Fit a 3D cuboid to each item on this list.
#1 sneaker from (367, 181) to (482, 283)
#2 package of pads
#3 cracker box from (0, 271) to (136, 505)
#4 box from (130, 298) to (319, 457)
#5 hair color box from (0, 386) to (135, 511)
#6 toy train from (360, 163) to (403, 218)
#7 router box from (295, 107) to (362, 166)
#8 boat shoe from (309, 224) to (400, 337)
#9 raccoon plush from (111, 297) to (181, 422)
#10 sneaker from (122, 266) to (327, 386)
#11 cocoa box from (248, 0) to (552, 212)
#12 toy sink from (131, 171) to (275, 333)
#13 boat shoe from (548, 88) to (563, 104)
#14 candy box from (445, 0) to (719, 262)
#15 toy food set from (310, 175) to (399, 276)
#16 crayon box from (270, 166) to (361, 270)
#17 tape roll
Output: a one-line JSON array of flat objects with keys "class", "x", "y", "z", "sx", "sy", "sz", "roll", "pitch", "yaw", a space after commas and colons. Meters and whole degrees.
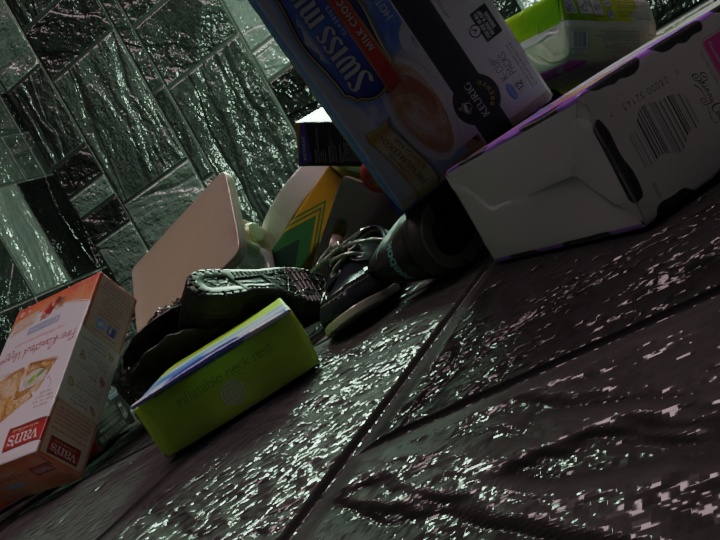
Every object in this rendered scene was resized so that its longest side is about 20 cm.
[{"class": "sneaker", "x": 0.076, "y": -0.049, "z": 0.647, "sx": 0.079, "sy": 0.076, "sz": 0.199, "roll": -30, "pitch": 3, "yaw": 45}, {"class": "package of pads", "x": 0.180, "y": -0.212, "z": 0.834, "sx": 0.153, "sy": 0.069, "sz": 0.199, "roll": -12, "pitch": 0, "yaw": -36}, {"class": "cracker box", "x": -0.302, "y": 0.112, "z": 0.791, "sx": 0.132, "sy": 0.058, "sz": 0.202, "roll": -22, "pitch": 43, "yaw": 27}, {"class": "box", "x": -0.096, "y": 0.072, "z": 0.607, "sx": 0.121, "sy": 0.048, "sz": 0.200, "roll": -32, "pitch": 4, "yaw": -6}, {"class": "hair color box", "x": -0.355, "y": 0.200, "z": 0.886, "sx": 0.198, "sy": 0.065, "sz": 0.111, "roll": -29, "pitch": 3, "yaw": 5}, {"class": "toy train", "x": 0.055, "y": -0.119, "z": 0.735, "sx": 0.115, "sy": 0.202, "sz": 0.085, "roll": -26, "pitch": 16, "yaw": 24}, {"class": "router box", "x": 0.027, "y": -0.171, "z": 0.975, "sx": 0.154, "sy": 0.053, "sz": 0.200, "roll": 1, "pitch": 21, "yaw": 15}, {"class": "boat shoe", "x": 0.000, "y": 0.000, "z": 0.689, "sx": 0.074, "sy": 0.062, "sz": 0.200, "roll": -28, "pitch": 4, "yaw": 20}, {"class": "raccoon plush", "x": -0.160, "y": 0.074, "z": 0.835, "sx": 0.198, "sy": 0.098, "sz": 0.134, "roll": -30, "pitch": 12, "yaw": 6}, {"class": "sneaker", "x": -0.109, "y": 0.055, "z": 0.748, "sx": 0.197, "sy": 0.060, "sz": 0.106, "roll": 3, "pitch": -60, "yaw": -35}, {"class": "cocoa box", "x": 0.018, "y": -0.166, "z": 0.592, "sx": 0.130, "sy": 0.201, "sz": 0.133, "roll": -36, "pitch": 11, "yaw": 4}, {"class": "toy sink", "x": -0.169, "y": 0.006, "z": 0.975, "sx": 0.111, "sy": 0.132, "sz": 0.200, "roll": 23, "pitch": -55, "yaw": -40}, {"class": "boat shoe", "x": 0.184, "y": -0.149, "z": 0.772, "sx": 0.072, "sy": 0.063, "sz": 0.199, "roll": -28, "pitch": 21, "yaw": -26}, {"class": "candy box", "x": 0.171, "y": -0.093, "z": 0.477, "sx": 0.198, "sy": 0.072, "sz": 0.168, "roll": -33, "pitch": 4, "yaw": -16}, {"class": "toy food set", "x": 0.012, "y": -0.070, "z": 0.979, "sx": 0.200, "sy": 0.060, "sz": 0.145, "roll": -38, "pitch": -28, "yaw": -56}, {"class": "crayon box", "x": -0.035, "y": -0.058, "z": 1.047, "sx": 0.201, "sy": 0.051, "sz": 0.127, "roll": -54, "pitch": -18, "yaw": 14}, {"class": "tape roll", "x": -0.054, "y": -0.081, "z": 1.100, "sx": 0.203, "sy": 0.037, "sz": 0.204, "roll": -44, "pitch": -19, "yaw": -19}]
